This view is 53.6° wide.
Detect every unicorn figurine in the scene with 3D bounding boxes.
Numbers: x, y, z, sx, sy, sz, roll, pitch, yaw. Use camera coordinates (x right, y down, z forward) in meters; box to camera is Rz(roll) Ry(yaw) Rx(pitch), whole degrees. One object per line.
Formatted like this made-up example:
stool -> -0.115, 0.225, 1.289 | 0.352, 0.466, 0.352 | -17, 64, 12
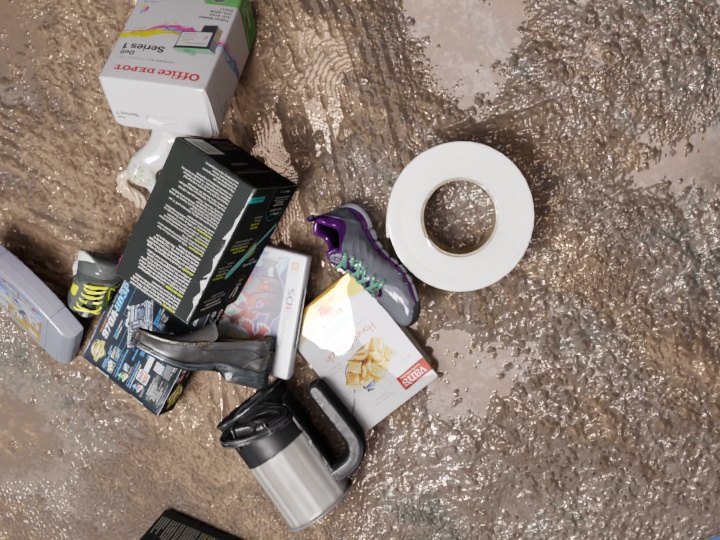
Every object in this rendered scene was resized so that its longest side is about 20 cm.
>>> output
unicorn figurine -> -0.273, -0.176, 1.020 | 0.137, 0.074, 0.201 | 41, 80, -21

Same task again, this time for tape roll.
tape roll -> 0.136, -0.075, 0.984 | 0.200, 0.071, 0.205 | 1, 98, 7

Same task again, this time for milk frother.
milk frother -> -0.105, 0.265, 0.990 | 0.180, 0.200, 0.189 | -35, 92, 30

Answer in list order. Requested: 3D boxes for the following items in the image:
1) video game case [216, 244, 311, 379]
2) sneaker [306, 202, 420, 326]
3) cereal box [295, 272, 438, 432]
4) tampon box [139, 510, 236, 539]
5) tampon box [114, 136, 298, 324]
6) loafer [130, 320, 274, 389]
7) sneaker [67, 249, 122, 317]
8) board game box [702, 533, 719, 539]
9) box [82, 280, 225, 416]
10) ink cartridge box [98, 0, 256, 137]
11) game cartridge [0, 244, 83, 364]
video game case -> -0.177, 0.046, 1.047 | 0.198, 0.023, 0.185 | 14, 100, 19
sneaker -> 0.000, 0.000, 0.975 | 0.201, 0.087, 0.075 | 56, 138, 21
cereal box -> 0.000, 0.116, 1.044 | 0.144, 0.040, 0.201 | -40, 91, 12
tampon box -> -0.252, 0.491, 1.079 | 0.198, 0.126, 0.152 | 21, 101, 4
tampon box -> -0.203, -0.058, 0.951 | 0.126, 0.150, 0.201 | 33, 105, 8
loafer -> -0.215, 0.104, 0.989 | 0.198, 0.073, 0.073 | 18, 90, -22
sneaker -> -0.373, 0.024, 1.011 | 0.074, 0.200, 0.086 | 13, 78, -23
board game box -> 0.508, 0.480, 0.943 | 0.096, 0.200, 0.161 | -24, 95, 9
box -> -0.308, 0.089, 1.061 | 0.158, 0.046, 0.201 | 32, 103, 14
ink cartridge box -> -0.236, -0.287, 0.947 | 0.143, 0.084, 0.202 | 8, 59, 6
game cartridge -> -0.500, 0.045, 1.068 | 0.200, 0.133, 0.042 | 44, 58, 1
